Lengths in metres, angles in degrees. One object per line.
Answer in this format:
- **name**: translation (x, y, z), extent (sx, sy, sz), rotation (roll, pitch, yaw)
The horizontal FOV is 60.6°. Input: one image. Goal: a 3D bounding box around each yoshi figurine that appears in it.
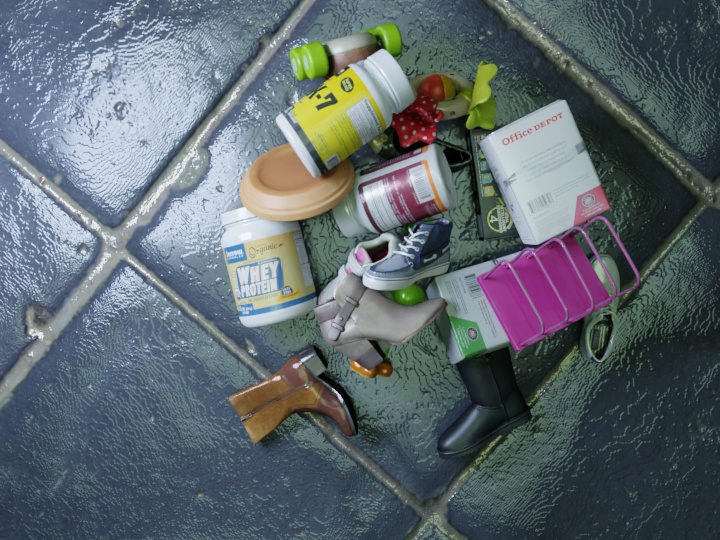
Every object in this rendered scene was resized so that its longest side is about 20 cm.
- **yoshi figurine**: translation (0.058, 0.097, 1.121), extent (0.111, 0.112, 0.202), rotation (14, 92, -16)

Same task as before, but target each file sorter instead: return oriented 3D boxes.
- **file sorter**: translation (0.321, 0.016, 0.998), extent (0.198, 0.126, 0.140), rotation (-24, 77, -15)

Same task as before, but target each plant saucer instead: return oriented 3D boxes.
- **plant saucer**: translation (-0.108, -0.159, 1.033), extent (0.198, 0.201, 0.038), rotation (-10, 132, 2)

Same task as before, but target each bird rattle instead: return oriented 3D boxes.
- **bird rattle**: translation (0.137, -0.289, 1.067), extent (0.198, 0.164, 0.113), rotation (-20, 134, -4)

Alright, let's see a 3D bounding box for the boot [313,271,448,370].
- **boot**: translation (0.026, 0.063, 1.023), extent (0.199, 0.070, 0.147), rotation (-39, 90, 2)

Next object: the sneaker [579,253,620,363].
- **sneaker**: translation (0.444, 0.071, 1.125), extent (0.072, 0.071, 0.203), rotation (1, 95, 1)

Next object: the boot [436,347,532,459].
- **boot**: translation (0.204, 0.232, 1.136), extent (0.198, 0.076, 0.170), rotation (-25, 98, -4)

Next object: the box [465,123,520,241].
- **box**: translation (0.284, -0.163, 1.119), extent (0.159, 0.049, 0.203), rotation (-8, 94, -3)

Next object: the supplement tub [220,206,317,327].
- **supplement tub**: translation (-0.164, -0.013, 1.088), extent (0.143, 0.145, 0.202), rotation (-14, 94, 2)

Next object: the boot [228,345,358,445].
- **boot**: translation (-0.123, 0.269, 1.149), extent (0.199, 0.068, 0.189), rotation (-33, 94, 4)

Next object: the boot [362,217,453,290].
- **boot**: translation (0.080, -0.032, 1.018), extent (0.072, 0.199, 0.091), rotation (21, 115, 37)

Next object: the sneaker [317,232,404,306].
- **sneaker**: translation (0.000, 0.000, 1.079), extent (0.200, 0.088, 0.081), rotation (-40, 52, -2)

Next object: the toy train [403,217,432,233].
- **toy train**: translation (0.105, -0.102, 1.132), extent (0.056, 0.042, 0.202), rotation (-14, 94, -9)

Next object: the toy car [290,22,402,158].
- **toy car**: translation (-0.010, -0.303, 1.070), extent (0.163, 0.158, 0.202), rotation (-19, 111, -14)

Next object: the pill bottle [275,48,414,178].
- **pill bottle**: translation (-0.022, -0.246, 0.961), extent (0.199, 0.114, 0.115), rotation (-36, 93, -1)

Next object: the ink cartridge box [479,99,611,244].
- **ink cartridge box**: translation (0.313, -0.165, 1.054), extent (0.145, 0.083, 0.202), rotation (-25, 95, 0)

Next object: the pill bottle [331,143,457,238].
- **pill bottle**: translation (0.056, -0.130, 1.054), extent (0.198, 0.114, 0.115), rotation (-17, 94, 20)

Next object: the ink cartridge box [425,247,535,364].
- **ink cartridge box**: translation (0.235, 0.062, 1.082), extent (0.198, 0.083, 0.148), rotation (-15, 75, -11)

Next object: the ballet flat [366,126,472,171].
- **ballet flat**: translation (0.105, -0.220, 1.088), extent (0.198, 0.057, 0.067), rotation (8, 82, -18)
